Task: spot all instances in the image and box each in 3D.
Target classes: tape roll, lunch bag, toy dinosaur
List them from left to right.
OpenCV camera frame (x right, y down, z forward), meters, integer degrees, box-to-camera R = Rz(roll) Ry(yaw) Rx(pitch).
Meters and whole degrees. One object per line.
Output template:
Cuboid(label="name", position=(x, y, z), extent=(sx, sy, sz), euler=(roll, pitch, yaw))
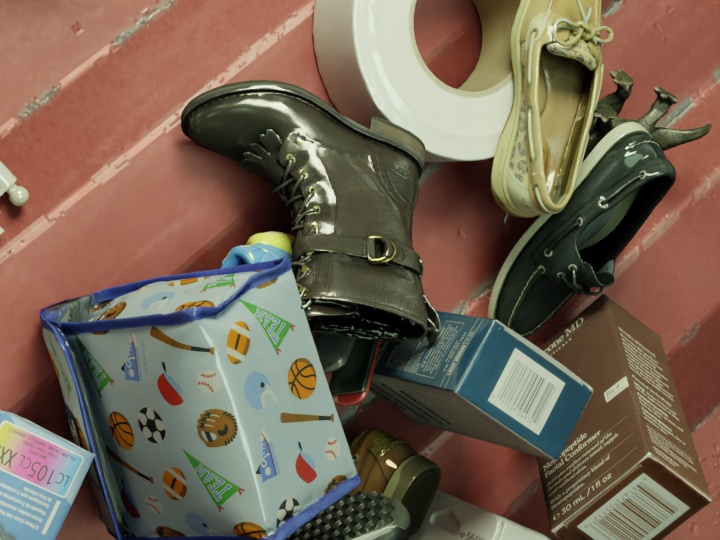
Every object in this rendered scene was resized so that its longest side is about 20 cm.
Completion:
Cuboid(label="lunch bag", position=(-0.126, 0.093, 1.132), extent=(0.124, 0.200, 0.171), euler=(-27, 106, -46))
Cuboid(label="tape roll", position=(0.068, -0.182, 1.291), extent=(0.202, 0.071, 0.203), euler=(-1, 92, -27))
Cuboid(label="toy dinosaur", position=(0.192, -0.106, 1.361), extent=(0.200, 0.102, 0.077), euler=(-16, 55, -38))

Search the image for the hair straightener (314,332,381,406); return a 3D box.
Cuboid(label="hair straightener", position=(0.000, 0.000, 1.240), extent=(0.077, 0.041, 0.200), euler=(56, 42, -37))

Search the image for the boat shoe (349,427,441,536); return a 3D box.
Cuboid(label="boat shoe", position=(-0.011, 0.213, 1.272), extent=(0.072, 0.068, 0.200), euler=(16, 104, -60))

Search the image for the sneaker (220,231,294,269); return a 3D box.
Cuboid(label="sneaker", position=(-0.073, 0.071, 1.208), extent=(0.105, 0.075, 0.201), euler=(4, 78, -67))

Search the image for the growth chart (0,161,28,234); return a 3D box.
Cuboid(label="growth chart", position=(-0.318, -0.023, 1.128), extent=(0.145, 0.018, 0.200), euler=(39, 74, -23))

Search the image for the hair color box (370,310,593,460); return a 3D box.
Cuboid(label="hair color box", position=(0.067, 0.075, 1.228), extent=(0.100, 0.200, 0.061), euler=(35, 77, -24))

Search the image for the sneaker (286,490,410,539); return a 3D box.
Cuboid(label="sneaker", position=(-0.041, 0.230, 1.216), extent=(0.200, 0.070, 0.090), euler=(-26, 108, 14))

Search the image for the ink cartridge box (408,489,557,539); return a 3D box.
Cuboid(label="ink cartridge box", position=(0.133, 0.245, 1.302), extent=(0.200, 0.146, 0.085), euler=(26, 83, -25))

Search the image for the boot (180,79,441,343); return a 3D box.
Cuboid(label="boot", position=(-0.036, -0.037, 1.183), extent=(0.199, 0.069, 0.175), euler=(12, 53, -10))

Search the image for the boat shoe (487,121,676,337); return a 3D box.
Cuboid(label="boat shoe", position=(0.175, -0.016, 1.314), extent=(0.200, 0.066, 0.074), euler=(-52, 142, 12))

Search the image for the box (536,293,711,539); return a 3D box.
Cuboid(label="box", position=(0.188, 0.120, 1.286), extent=(0.075, 0.200, 0.100), euler=(37, 114, -22))

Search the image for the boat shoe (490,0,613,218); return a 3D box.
Cuboid(label="boat shoe", position=(0.150, -0.137, 1.260), extent=(0.073, 0.063, 0.201), euler=(10, 87, -27))

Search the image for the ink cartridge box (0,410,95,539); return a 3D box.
Cuboid(label="ink cartridge box", position=(-0.260, 0.189, 1.099), extent=(0.076, 0.136, 0.200), euler=(30, 79, -20))
